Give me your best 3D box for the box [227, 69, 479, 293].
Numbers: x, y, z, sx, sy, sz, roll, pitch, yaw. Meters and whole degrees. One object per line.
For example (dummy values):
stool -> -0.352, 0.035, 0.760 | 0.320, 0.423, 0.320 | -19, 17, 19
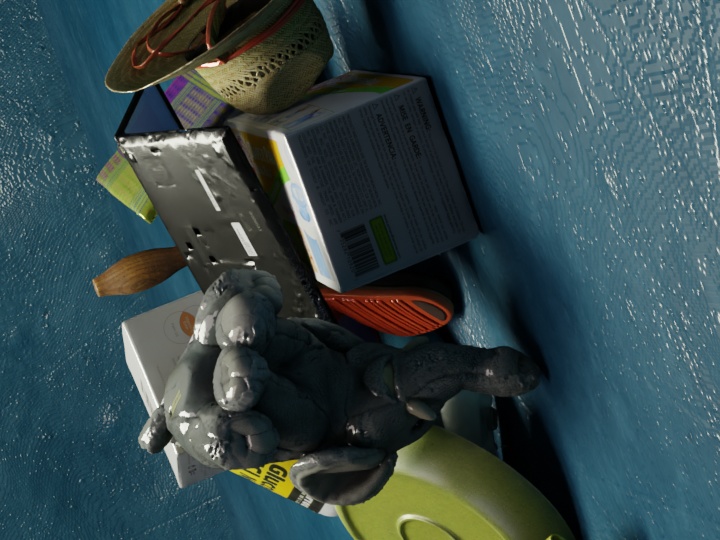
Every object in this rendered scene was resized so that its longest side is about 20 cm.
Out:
box -> -0.009, -0.065, 1.599 | 0.200, 0.101, 0.113 | -157, 46, -75

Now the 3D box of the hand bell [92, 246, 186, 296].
hand bell -> -0.134, -0.019, 2.045 | 0.104, 0.199, 0.105 | 159, 90, -78

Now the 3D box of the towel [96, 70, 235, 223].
towel -> -0.120, -0.129, 1.836 | 0.023, 0.200, 0.144 | 40, 178, -24

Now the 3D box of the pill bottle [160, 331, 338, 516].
pill bottle -> -0.043, 0.111, 1.752 | 0.199, 0.113, 0.112 | 25, 167, -1

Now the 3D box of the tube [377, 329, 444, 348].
tube -> 0.031, 0.040, 1.765 | 0.201, 0.050, 0.078 | -115, 11, -46

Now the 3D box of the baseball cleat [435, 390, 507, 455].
baseball cleat -> 0.056, 0.158, 1.690 | 0.070, 0.105, 0.201 | -80, -15, -57

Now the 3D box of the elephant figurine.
elephant figurine -> -0.014, 0.086, 1.527 | 0.155, 0.198, 0.143 | 33, 109, 62

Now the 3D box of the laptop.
laptop -> -0.082, -0.046, 1.656 | 0.199, 0.103, 0.178 | -1, 126, 50

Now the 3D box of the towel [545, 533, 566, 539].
towel -> 0.131, 0.215, 1.519 | 0.086, 0.018, 0.200 | 33, 160, 2

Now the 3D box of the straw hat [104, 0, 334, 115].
straw hat -> -0.067, -0.152, 1.579 | 0.085, 0.201, 0.201 | 51, 176, -20

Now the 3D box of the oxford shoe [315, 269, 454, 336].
oxford shoe -> 0.000, 0.000, 1.721 | 0.071, 0.073, 0.199 | 34, 163, -37

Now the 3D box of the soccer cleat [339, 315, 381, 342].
soccer cleat -> 0.029, 0.106, 1.829 | 0.076, 0.067, 0.201 | 18, 139, 51

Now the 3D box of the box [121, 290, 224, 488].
box -> -0.081, 0.075, 1.960 | 0.098, 0.199, 0.125 | 97, 150, -69

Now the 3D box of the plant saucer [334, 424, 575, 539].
plant saucer -> 0.055, 0.175, 1.619 | 0.199, 0.031, 0.201 | 24, 148, 16

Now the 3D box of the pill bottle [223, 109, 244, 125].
pill bottle -> -0.084, -0.095, 1.895 | 0.200, 0.109, 0.110 | -152, 42, -74
